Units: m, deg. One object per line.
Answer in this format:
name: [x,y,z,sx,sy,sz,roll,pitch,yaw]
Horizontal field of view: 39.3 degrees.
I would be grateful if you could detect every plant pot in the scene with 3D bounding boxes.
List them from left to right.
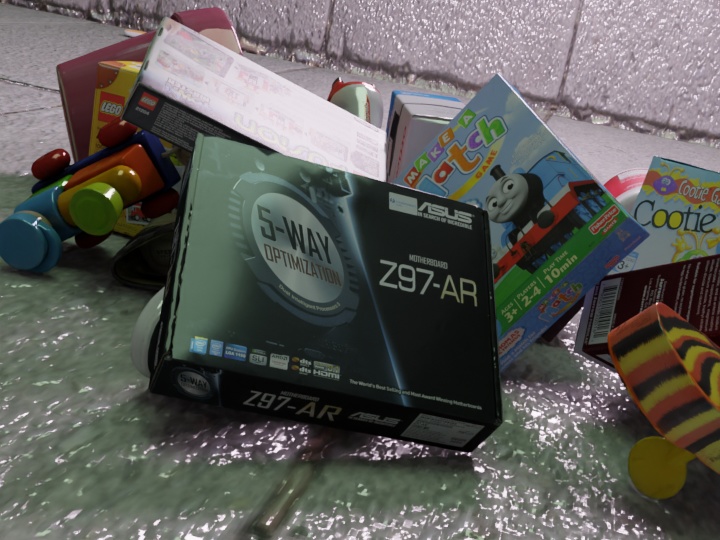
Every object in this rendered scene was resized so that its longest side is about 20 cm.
plant pot: [-0.217,-0.165,1.060,0.178,0.201,0.200,-11,22,-16]

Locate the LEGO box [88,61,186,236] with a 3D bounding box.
LEGO box: [-0.140,-0.095,0.908,0.199,0.150,0.077,16,16,19]

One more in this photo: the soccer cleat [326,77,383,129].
soccer cleat: [-0.022,-0.088,0.947,0.068,0.200,0.085,7,49,-15]

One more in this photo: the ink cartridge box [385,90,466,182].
ink cartridge box: [0.071,-0.108,1.092,0.083,0.146,0.200,8,16,-6]

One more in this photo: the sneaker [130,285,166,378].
sneaker: [-0.039,0.040,0.642,0.112,0.073,0.200,18,16,31]

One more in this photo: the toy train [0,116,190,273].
toy train: [-0.184,-0.067,0.785,0.199,0.085,0.116,-21,20,20]

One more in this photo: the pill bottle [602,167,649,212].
pill bottle: [0.310,-0.051,1.110,0.112,0.113,0.200,12,16,6]

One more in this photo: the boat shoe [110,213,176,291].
boat shoe: [-0.105,-0.011,0.750,0.199,0.073,0.065,-10,21,38]

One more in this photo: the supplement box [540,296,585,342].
supplement box: [0.141,-0.030,0.906,0.110,0.086,0.200,39,13,-10]

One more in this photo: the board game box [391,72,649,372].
board game box: [0.104,-0.041,0.773,0.037,0.151,0.200,31,20,-40]

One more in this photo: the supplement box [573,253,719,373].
supplement box: [0.248,0.037,0.655,0.109,0.061,0.200,26,-20,-25]

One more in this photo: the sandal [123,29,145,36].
sandal: [-0.536,-0.644,2.712,0.206,0.059,0.079,11,16,4]

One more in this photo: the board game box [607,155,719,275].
board game box: [0.296,-0.002,0.832,0.105,0.103,0.200,21,-3,36]

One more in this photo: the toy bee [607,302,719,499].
toy bee: [0.227,0.094,0.564,0.199,0.131,0.109,9,47,-19]

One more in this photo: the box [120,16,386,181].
box: [-0.073,-0.110,0.765,0.199,0.035,0.110,26,35,-17]

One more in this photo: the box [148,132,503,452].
box: [-0.016,0.013,0.608,0.199,0.044,0.161,14,53,-16]
